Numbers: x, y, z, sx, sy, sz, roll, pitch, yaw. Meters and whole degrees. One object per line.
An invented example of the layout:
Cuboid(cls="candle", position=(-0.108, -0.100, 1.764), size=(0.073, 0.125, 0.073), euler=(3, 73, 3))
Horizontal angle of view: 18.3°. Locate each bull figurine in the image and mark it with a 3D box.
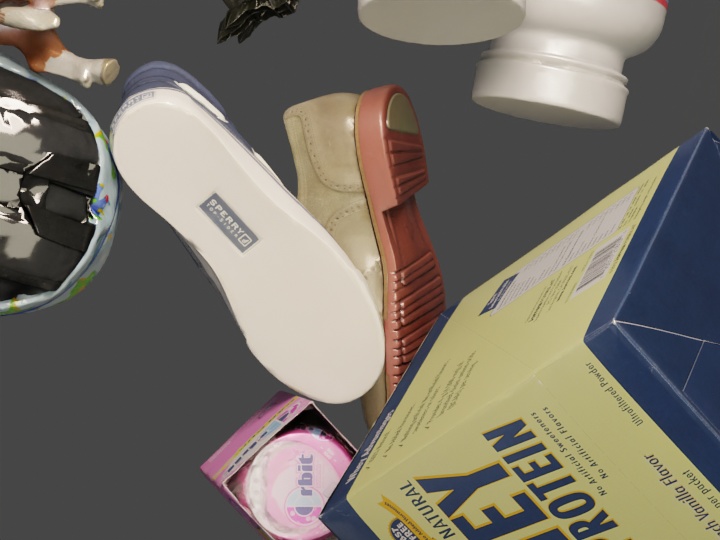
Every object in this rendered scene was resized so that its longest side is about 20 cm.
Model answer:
Cuboid(cls="bull figurine", position=(-0.132, -0.186, 1.124), size=(0.121, 0.065, 0.200), euler=(29, 77, 27))

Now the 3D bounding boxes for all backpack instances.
Cuboid(cls="backpack", position=(-0.221, -0.051, 1.148), size=(0.200, 0.154, 0.163), euler=(10, 82, 11))

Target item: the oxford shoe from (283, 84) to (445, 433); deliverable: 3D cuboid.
Cuboid(cls="oxford shoe", position=(0.000, 0.000, 1.225), size=(0.075, 0.070, 0.200), euler=(-3, 96, 23))

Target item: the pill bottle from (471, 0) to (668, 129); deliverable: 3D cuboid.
Cuboid(cls="pill bottle", position=(0.119, -0.182, 1.215), size=(0.109, 0.109, 0.200), euler=(12, 87, -10))

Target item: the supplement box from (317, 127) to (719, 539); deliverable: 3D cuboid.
Cuboid(cls="supplement box", position=(0.120, 0.070, 1.106), size=(0.134, 0.200, 0.200), euler=(47, 125, -9))

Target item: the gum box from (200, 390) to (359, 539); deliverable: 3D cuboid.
Cuboid(cls="gum box", position=(0.010, 0.159, 1.189), size=(0.066, 0.114, 0.200), euler=(-44, 97, -8))

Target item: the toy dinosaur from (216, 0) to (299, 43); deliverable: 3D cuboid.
Cuboid(cls="toy dinosaur", position=(-0.071, -0.208, 1.195), size=(0.200, 0.102, 0.136), euler=(-28, 77, 12))

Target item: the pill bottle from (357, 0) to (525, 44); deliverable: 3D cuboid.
Cuboid(cls="pill bottle", position=(0.042, -0.223, 1.145), size=(0.112, 0.112, 0.200), euler=(3, 77, -10))

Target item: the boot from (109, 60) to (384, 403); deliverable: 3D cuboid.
Cuboid(cls="boot", position=(-0.055, -0.025, 1.181), size=(0.073, 0.090, 0.200), euler=(-32, 109, 10))
